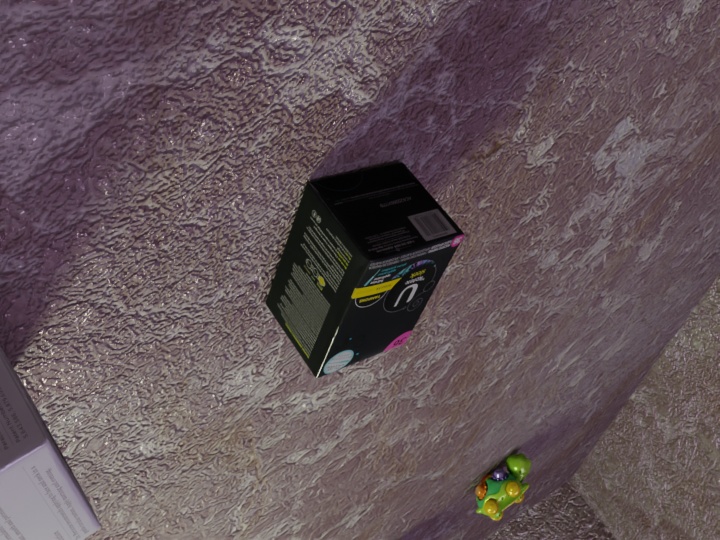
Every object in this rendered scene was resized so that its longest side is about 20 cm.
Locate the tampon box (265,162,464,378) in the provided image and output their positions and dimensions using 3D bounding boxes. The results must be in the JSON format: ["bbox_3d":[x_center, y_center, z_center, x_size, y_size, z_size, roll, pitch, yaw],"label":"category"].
[{"bbox_3d":[0.000,0.000,1.089,0.148,0.127,0.202,-17,146,-36],"label":"tampon box"}]

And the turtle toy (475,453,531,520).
[{"bbox_3d":[0.382,0.577,2.480,0.199,0.101,0.146,-39,154,-3],"label":"turtle toy"}]

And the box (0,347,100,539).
[{"bbox_3d":[-0.339,0.146,0.791,0.129,0.201,0.200,-30,152,-21],"label":"box"}]
